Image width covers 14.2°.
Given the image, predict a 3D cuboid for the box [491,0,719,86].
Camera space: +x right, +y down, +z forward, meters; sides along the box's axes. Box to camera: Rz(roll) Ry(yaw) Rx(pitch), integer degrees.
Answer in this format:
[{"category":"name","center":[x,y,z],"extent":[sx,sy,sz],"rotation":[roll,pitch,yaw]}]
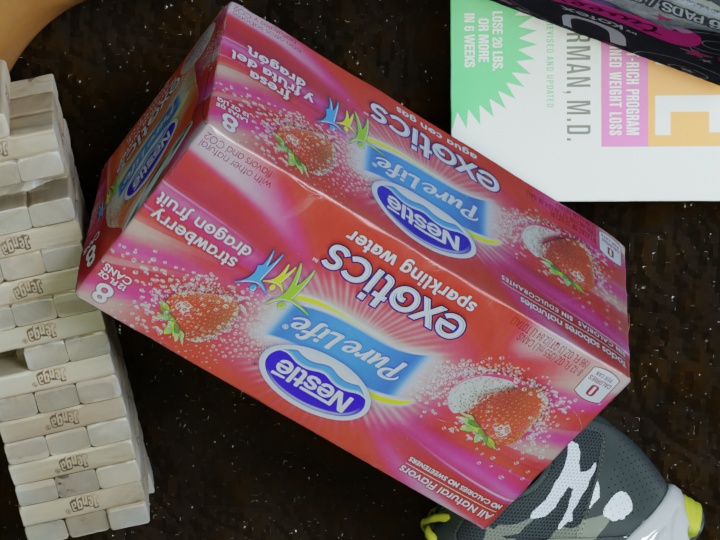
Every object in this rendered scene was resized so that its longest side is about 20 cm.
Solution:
[{"category":"box","center":[0.077,-0.168,1.101],"extent":[0.199,0.115,0.133],"rotation":[21,84,8]}]

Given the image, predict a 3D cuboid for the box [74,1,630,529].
[{"category":"box","center":[0.000,0.000,1.131],"extent":[0.200,0.096,0.100],"rotation":[31,122,-17]}]

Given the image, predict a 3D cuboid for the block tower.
[{"category":"block tower","center":[-0.129,0.018,1.161],"extent":[0.054,0.058,0.201],"rotation":[-12,119,1]}]

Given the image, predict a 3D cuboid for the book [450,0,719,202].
[{"category":"book","center":[0.136,-0.095,1.173],"extent":[0.199,0.048,0.134],"rotation":[-1,95,5]}]

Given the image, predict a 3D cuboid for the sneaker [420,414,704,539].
[{"category":"sneaker","center":[0.045,0.135,1.203],"extent":[0.200,0.074,0.085],"rotation":[-37,90,-2]}]

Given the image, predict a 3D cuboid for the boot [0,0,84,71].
[{"category":"boot","center":[-0.163,-0.082,1.169],"extent":[0.199,0.077,0.156],"rotation":[6,101,-1]}]
